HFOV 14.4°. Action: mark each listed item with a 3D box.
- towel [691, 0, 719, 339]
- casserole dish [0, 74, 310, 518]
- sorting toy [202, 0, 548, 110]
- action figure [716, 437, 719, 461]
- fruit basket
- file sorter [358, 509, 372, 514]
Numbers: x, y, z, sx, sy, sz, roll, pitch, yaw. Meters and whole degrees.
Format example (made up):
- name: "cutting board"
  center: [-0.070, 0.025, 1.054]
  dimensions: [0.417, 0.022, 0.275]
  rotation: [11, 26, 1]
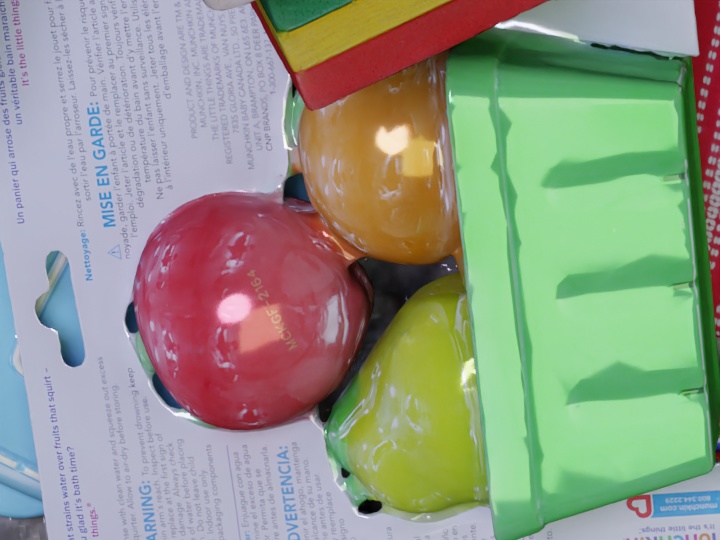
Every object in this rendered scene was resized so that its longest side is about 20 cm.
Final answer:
- name: "towel"
  center: [0.113, -0.047, 0.795]
  dimensions: [0.199, 0.022, 0.145]
  rotation: [21, 113, 23]
- name: "casserole dish"
  center: [-0.066, -0.011, 0.827]
  dimensions: [0.121, 0.039, 0.200]
  rotation: [27, 99, -18]
- name: "sorting toy"
  center: [0.033, -0.138, 0.730]
  dimensions: [0.198, 0.200, 0.070]
  rotation: [-26, 125, -2]
- name: "action figure"
  center: [0.151, 0.063, 0.885]
  dimensions: [0.199, 0.052, 0.066]
  rotation: [-8, 104, -15]
- name: "fruit basket"
  center: [0.000, 0.000, 0.784]
  dimensions: [0.199, 0.094, 0.186]
  rotation: [-3, 104, 17]
- name: "file sorter"
  center: [0.016, 0.170, 0.794]
  dimensions: [0.138, 0.200, 0.125]
  rotation: [10, 110, 15]
